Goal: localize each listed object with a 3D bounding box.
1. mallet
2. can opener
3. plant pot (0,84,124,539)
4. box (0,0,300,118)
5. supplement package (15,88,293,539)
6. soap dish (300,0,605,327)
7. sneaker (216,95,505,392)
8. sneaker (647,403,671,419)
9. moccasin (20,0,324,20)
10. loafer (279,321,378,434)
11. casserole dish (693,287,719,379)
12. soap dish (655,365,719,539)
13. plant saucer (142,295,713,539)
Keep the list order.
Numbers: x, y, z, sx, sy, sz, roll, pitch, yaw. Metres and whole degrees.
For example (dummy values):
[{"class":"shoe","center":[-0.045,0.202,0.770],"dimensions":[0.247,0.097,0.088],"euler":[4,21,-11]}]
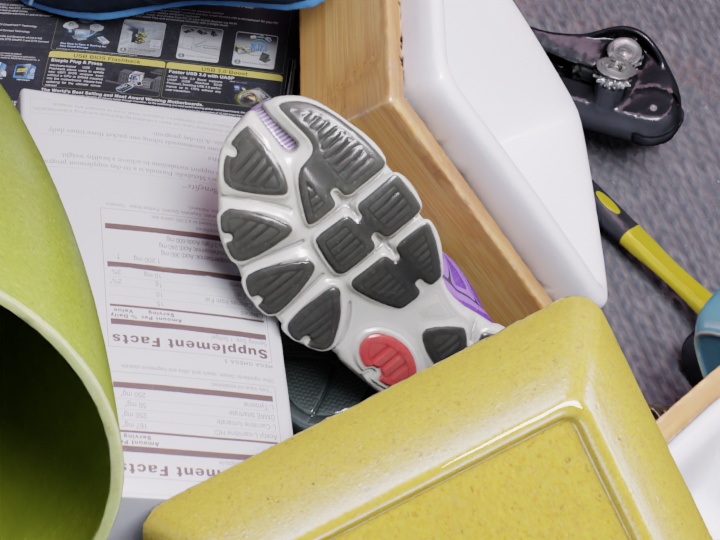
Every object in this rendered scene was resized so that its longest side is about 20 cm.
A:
[{"class":"mallet","center":[0.142,-0.010,1.049],"dimensions":[0.200,0.041,0.066],"euler":[39,51,17]},{"class":"can opener","center":[0.083,-0.113,1.086],"dimensions":[0.199,0.079,0.064],"euler":[19,53,4]},{"class":"plant pot","center":[-0.177,0.004,0.721],"dimensions":[0.186,0.188,0.200],"euler":[12,36,-14]},{"class":"box","center":[-0.128,-0.109,0.971],"dimensions":[0.199,0.049,0.162],"euler":[4,52,0]},{"class":"supplement package","center":[-0.102,0.038,0.848],"dimensions":[0.109,0.114,0.201],"euler":[6,51,-19]},{"class":"soap dish","center":[0.042,-0.069,0.948],"dimensions":[0.200,0.081,0.158],"euler":[51,27,-43]},{"class":"sneaker","center":[0.000,0.000,0.850],"dimensions":[0.081,0.200,0.084],"euler":[-35,36,4]},{"class":"sneaker","center":[0.129,0.096,0.925],"dimensions":[0.199,0.076,0.071],"euler":[-13,59,-30]},{"class":"moccasin","center":[-0.092,-0.165,0.907],"dimensions":[0.199,0.068,0.081],"euler":[0,55,29]},{"class":"loafer","center":[-0.030,0.011,0.948],"dimensions":[0.072,0.063,0.200],"euler":[-10,51,-2]},{"class":"casserole dish","center":[0.208,0.087,0.899],"dimensions":[0.039,0.121,0.201],"euler":[-28,103,-13]},{"class":"soap dish","center":[0.155,0.165,0.834],"dimensions":[0.157,0.081,0.200],"euler":[-37,90,-26]},{"class":"plant saucer","center":[0.047,0.138,0.739],"dimensions":[0.199,0.048,0.201],"euler":[-27,91,-7]}]
